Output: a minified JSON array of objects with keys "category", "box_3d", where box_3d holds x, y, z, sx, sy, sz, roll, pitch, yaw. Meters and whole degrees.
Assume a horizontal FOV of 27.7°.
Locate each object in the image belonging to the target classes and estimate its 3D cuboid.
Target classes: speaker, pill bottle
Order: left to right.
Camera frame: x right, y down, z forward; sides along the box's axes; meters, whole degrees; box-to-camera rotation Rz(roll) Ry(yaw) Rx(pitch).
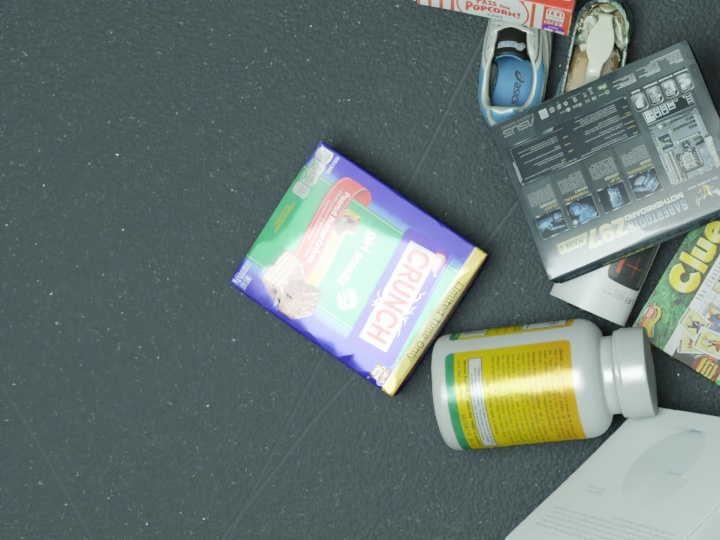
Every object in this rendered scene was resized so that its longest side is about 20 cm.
[{"category":"pill bottle","box_3d":[0.175,0.106,1.381,0.198,0.113,0.114,-8,88,16]},{"category":"speaker","box_3d":[0.255,-0.050,1.401,0.081,0.081,0.201,24,92,7]}]

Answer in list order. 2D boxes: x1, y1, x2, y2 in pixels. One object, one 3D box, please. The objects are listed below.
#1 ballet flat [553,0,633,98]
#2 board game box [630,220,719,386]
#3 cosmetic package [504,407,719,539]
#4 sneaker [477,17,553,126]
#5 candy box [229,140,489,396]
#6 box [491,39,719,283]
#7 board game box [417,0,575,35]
[{"category":"ballet flat","box_3d":[0.220,-0.171,1.413,0.074,0.074,0.202,7,91,8]},{"category":"board game box","box_3d":[0.355,0.000,1.417,0.104,0.023,0.201,30,93,9]},{"category":"cosmetic package","box_3d":[0.273,0.236,1.291,0.200,0.199,0.123,-38,108,-22]},{"category":"sneaker","box_3d":[0.153,-0.233,1.417,0.071,0.072,0.202,3,84,8]},{"category":"candy box","box_3d":[0.000,0.000,1.436,0.199,0.077,0.170,34,93,5]},{"category":"box","box_3d":[0.239,-0.097,1.342,0.199,0.051,0.159,-24,77,15]},{"category":"board game box","box_3d":[0.150,-0.336,1.402,0.150,0.046,0.202,13,71,8]}]
